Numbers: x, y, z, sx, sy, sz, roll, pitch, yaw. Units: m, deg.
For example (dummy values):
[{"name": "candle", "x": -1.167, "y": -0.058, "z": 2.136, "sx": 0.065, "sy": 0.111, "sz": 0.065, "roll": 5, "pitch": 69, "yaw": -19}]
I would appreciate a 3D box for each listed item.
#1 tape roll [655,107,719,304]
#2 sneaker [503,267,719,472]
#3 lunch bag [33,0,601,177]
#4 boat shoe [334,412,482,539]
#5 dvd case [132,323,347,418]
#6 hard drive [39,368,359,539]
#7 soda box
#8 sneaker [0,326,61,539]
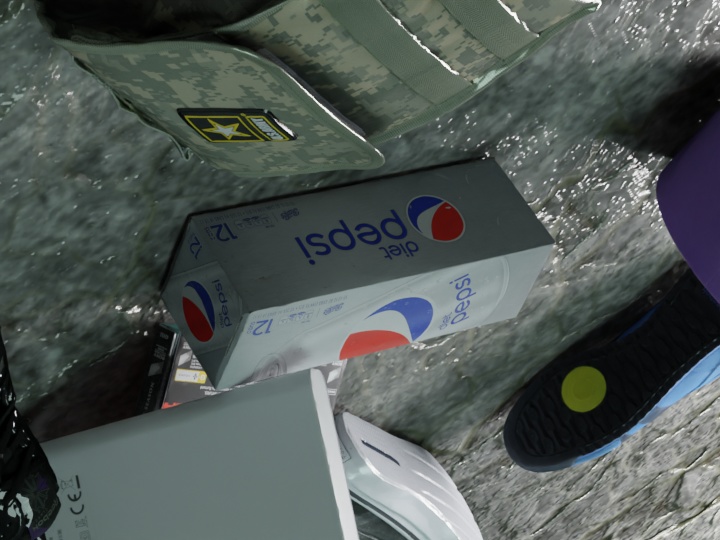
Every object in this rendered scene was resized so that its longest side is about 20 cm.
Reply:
[{"name": "tape roll", "x": 0.268, "y": -0.017, "z": 1.512, "sx": 0.199, "sy": 0.200, "sz": 0.085, "roll": 7, "pitch": 132, "yaw": -50}, {"name": "sneaker", "x": 0.182, "y": 0.066, "z": 1.688, "sx": 0.200, "sy": 0.066, "sz": 0.078, "roll": -38, "pitch": 155, "yaw": 6}, {"name": "lunch bag", "x": -0.022, "y": -0.120, "z": 1.152, "sx": 0.199, "sy": 0.118, "sz": 0.164, "roll": -33, "pitch": 152, "yaw": 11}, {"name": "boat shoe", "x": 0.010, "y": 0.144, "z": 1.638, "sx": 0.071, "sy": 0.072, "sz": 0.200, "roll": -32, "pitch": 142, "yaw": 14}, {"name": "dvd case", "x": -0.082, "y": 0.132, "z": 1.460, "sx": 0.146, "sy": 0.022, "sz": 0.201, "roll": 8, "pitch": 98, "yaw": -51}, {"name": "hard drive", "x": -0.099, "y": 0.139, "z": 1.368, "sx": 0.199, "sy": 0.133, "sz": 0.027, "roll": -16, "pitch": 168, "yaw": 17}, {"name": "soda box", "x": 0.000, "y": 0.000, "z": 1.400, "sx": 0.199, "sy": 0.068, "sz": 0.064, "roll": -13, "pitch": 145, "yaw": -34}, {"name": "sneaker", "x": -0.178, "y": 0.082, "z": 1.302, "sx": 0.076, "sy": 0.087, "sz": 0.200, "roll": -48, "pitch": 163, "yaw": -30}]
